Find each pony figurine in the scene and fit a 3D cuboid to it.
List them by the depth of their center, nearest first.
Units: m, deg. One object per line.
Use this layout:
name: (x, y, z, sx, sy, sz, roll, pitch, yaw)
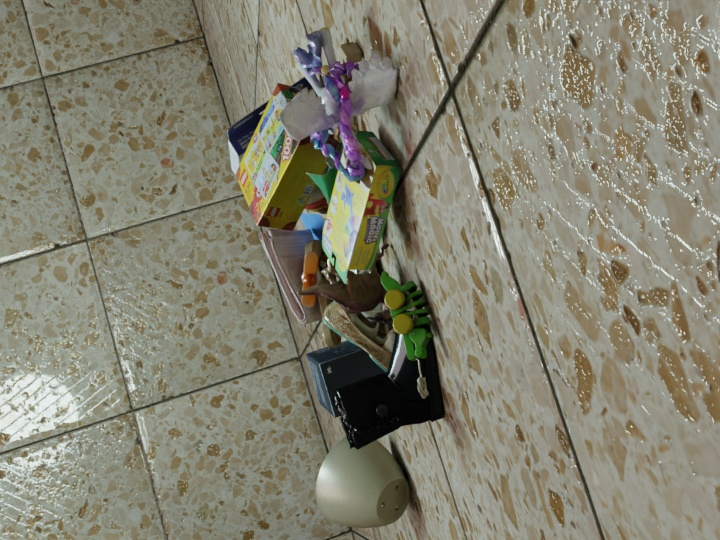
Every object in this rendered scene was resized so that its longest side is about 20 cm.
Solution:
pony figurine: (-0.032, -0.231, 1.289, 0.194, 0.164, 0.202, 70, 178, -58)

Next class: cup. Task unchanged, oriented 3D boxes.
cup: (0.023, 0.469, 2.023, 0.142, 0.199, 0.204, 17, 127, 45)

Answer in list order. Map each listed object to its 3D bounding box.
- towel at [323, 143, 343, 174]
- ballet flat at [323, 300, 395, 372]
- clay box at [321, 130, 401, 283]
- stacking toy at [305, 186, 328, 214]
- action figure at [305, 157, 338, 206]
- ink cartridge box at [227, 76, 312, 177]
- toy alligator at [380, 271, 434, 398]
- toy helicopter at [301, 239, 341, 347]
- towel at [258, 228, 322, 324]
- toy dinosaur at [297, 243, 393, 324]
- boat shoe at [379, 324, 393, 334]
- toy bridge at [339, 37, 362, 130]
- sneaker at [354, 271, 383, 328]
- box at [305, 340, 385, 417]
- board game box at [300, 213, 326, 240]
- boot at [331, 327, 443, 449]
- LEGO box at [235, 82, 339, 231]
towel: (-0.037, -0.198, 1.611, 0.148, 0.023, 0.202, 115, 141, -50)
ballet flat: (0.028, 0.112, 1.588, 0.198, 0.066, 0.071, 35, -157, 2)
clay box: (-0.003, -0.093, 1.415, 0.115, 0.047, 0.203, -123, 40, -49)
stacking toy: (-0.088, -0.160, 1.845, 0.200, 0.144, 0.148, 55, -168, -64)
action figure: (-0.007, -0.102, 1.532, 0.202, 0.116, 0.055, 73, -163, -44)
ink cartridge box: (-0.160, -0.265, 1.785, 0.041, 0.198, 0.200, 51, 168, 9)
toy alligator: (0.084, 0.086, 1.405, 0.059, 0.054, 0.203, 28, -140, -65)
toy helicopter: (-0.068, 0.041, 1.743, 0.132, 0.078, 0.204, 22, -124, -68)
towel: (-0.107, 0.007, 1.832, 0.194, 0.032, 0.199, 65, -159, 7)
toy dinosaur: (0.003, 0.041, 1.518, 0.086, 0.198, 0.138, -40, 65, 46)
boat shoe: (0.004, 0.069, 1.748, 0.200, 0.073, 0.077, -131, 26, -66)
toy bridge: (-0.013, -0.266, 1.456, 0.068, 0.027, 0.202, -117, 16, -47)
sneaker: (-0.001, 0.000, 1.663, 0.117, 0.074, 0.202, 82, 170, -46)
box: (-0.013, 0.198, 1.831, 0.200, 0.146, 0.109, 179, 74, -80)
board game box: (-0.047, -0.062, 1.895, 0.159, 0.039, 0.199, 55, 166, -16)
boot: (0.035, 0.172, 1.480, 0.076, 0.165, 0.204, -132, 28, -67)
LEGO box: (-0.132, -0.196, 1.651, 0.201, 0.076, 0.150, -59, 41, 31)
